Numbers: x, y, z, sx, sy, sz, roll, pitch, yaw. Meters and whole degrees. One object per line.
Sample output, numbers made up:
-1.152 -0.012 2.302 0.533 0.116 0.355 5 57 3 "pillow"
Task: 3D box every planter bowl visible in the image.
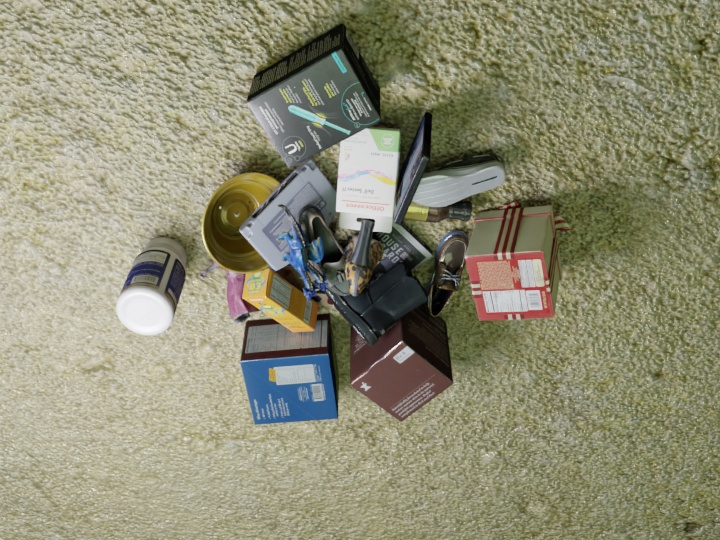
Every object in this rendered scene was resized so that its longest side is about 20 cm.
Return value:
-0.235 -0.104 1.592 0.197 0.083 0.205 -11 113 -28 "planter bowl"

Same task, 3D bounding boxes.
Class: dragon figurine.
-0.108 -0.039 1.523 0.058 0.099 0.203 -32 138 -32 "dragon figurine"

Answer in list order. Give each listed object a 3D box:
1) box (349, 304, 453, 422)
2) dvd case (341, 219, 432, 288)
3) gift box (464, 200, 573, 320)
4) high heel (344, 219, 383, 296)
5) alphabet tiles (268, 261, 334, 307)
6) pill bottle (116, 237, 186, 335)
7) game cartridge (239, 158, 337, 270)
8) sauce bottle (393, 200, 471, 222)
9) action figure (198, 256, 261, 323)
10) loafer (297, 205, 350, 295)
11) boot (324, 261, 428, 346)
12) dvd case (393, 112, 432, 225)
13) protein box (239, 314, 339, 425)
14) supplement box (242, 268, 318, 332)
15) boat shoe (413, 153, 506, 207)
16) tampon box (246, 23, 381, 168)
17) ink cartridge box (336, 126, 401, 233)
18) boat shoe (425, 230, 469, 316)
0.086 0.178 1.740 0.163 0.202 0.165 38 118 -25 "box"
0.035 -0.024 1.705 0.199 0.025 0.150 -38 117 25 "dvd case"
0.328 -0.016 1.610 0.196 0.188 0.188 0 125 19 "gift box"
0.000 0.000 1.581 0.070 0.146 0.200 11 164 6 "high heel"
-0.122 -0.005 1.707 0.163 0.008 0.203 7 131 2 "alphabet tiles"
-0.420 0.026 1.632 0.113 0.202 0.118 1 126 1 "pill bottle"
-0.132 -0.105 1.583 0.200 0.041 0.134 -46 120 -9 "game cartridge"
0.125 -0.130 1.608 0.195 0.065 0.066 7 125 -7 "sauce bottle"
-0.253 0.001 1.675 0.147 0.133 0.205 -16 102 -31 "action figure"
-0.065 -0.031 1.575 0.071 0.063 0.203 -32 111 -11 "loafer"
0.027 0.040 1.670 0.167 0.200 0.077 -39 149 -11 "boot"
0.099 -0.192 1.479 0.017 0.201 0.144 20 122 -6 "dvd case"
-0.156 0.227 1.812 0.195 0.136 0.202 -5 126 3 "protein box"
-0.166 0.065 1.683 0.065 0.070 0.200 -5 152 29 "supplement box"
0.186 -0.179 1.568 0.195 0.071 0.073 -11 125 0 "boat shoe"
-0.081 -0.314 1.439 0.197 0.127 0.151 -24 121 17 "tampon box"
0.014 -0.171 1.529 0.114 0.067 0.205 5 103 3 "ink cartridge box"
0.189 0.013 1.701 0.071 0.073 0.203 9 125 -7 "boat shoe"
